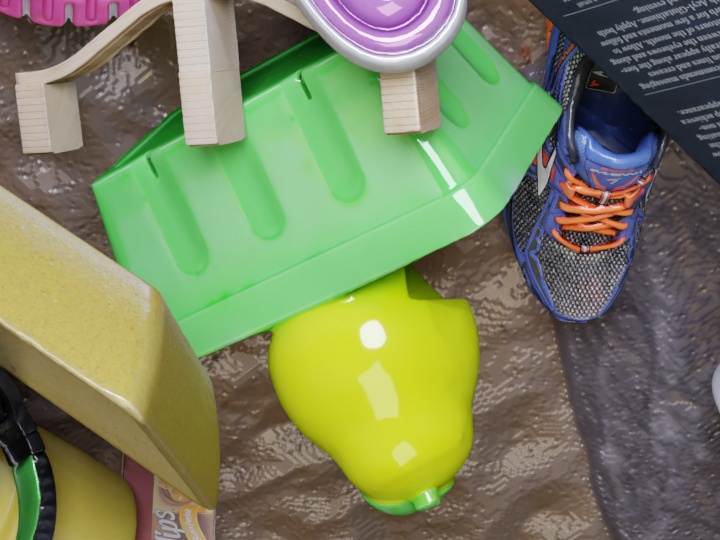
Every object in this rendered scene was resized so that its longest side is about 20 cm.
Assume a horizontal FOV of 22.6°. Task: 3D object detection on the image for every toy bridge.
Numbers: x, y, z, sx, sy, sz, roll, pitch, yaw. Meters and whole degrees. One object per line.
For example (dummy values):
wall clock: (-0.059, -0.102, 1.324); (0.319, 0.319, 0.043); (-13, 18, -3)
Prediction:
toy bridge: (-0.063, -0.086, 0.752); (0.199, 0.027, 0.068); (-1, 100, 27)

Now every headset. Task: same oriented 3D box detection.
headset: (-0.221, 0.071, 0.814); (0.094, 0.123, 0.201); (-29, 87, 49)

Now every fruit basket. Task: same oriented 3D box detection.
fruit basket: (0.000, 0.000, 0.826); (0.214, 0.156, 0.217); (9, 119, 16)

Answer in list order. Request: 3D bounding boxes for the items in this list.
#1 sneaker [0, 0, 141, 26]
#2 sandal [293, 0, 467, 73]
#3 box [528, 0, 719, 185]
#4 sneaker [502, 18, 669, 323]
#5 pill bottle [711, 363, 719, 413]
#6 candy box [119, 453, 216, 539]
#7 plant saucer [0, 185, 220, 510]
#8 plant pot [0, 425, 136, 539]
sneaker: (-0.161, -0.175, 0.760); (0.199, 0.089, 0.081); (22, 145, -10)
sandal: (-0.034, -0.163, 0.686); (0.203, 0.050, 0.082); (43, 86, 5)
box: (0.183, -0.132, 0.768); (0.200, 0.149, 0.107); (39, 155, -25)
sneaker: (0.112, -0.057, 0.867); (0.075, 0.079, 0.201); (1, 122, -4)
pill bottle: (0.282, 0.023, 0.908); (0.114, 0.114, 0.200); (29, 116, -20)
candy box: (-0.117, 0.206, 0.994); (0.055, 0.116, 0.201); (6, 122, -9)
plant saucer: (-0.140, 0.011, 0.747); (0.199, 0.200, 0.049); (33, 77, 13)
plant pot: (-0.243, 0.142, 0.896); (0.189, 0.201, 0.201); (36, 113, -22)
